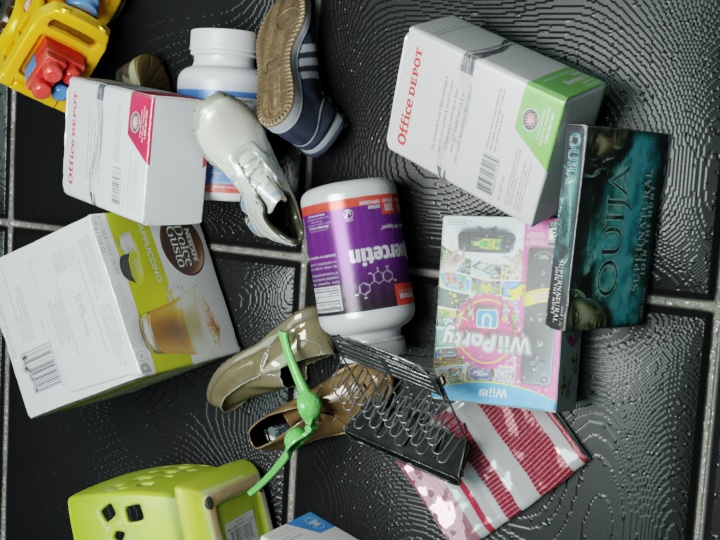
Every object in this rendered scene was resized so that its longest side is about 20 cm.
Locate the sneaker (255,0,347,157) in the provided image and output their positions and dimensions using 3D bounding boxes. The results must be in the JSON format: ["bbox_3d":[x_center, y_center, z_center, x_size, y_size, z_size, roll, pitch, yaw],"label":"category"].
[{"bbox_3d":[-0.067,-0.227,1.325,0.070,0.108,0.201,-16,56,31],"label":"sneaker"}]

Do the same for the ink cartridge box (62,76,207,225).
[{"bbox_3d":[-0.267,-0.144,1.320,0.200,0.083,0.146,20,108,47],"label":"ink cartridge box"}]

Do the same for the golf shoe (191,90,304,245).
[{"bbox_3d":[-0.114,-0.112,1.259,0.078,0.200,0.097,-38,37,-11],"label":"golf shoe"}]

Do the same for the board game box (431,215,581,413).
[{"bbox_3d":[0.160,0.044,1.203,0.147,0.064,0.201,3,89,30],"label":"board game box"}]

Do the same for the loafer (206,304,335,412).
[{"bbox_3d":[-0.109,0.120,1.363,0.200,0.076,0.068,-41,69,25],"label":"loafer"}]

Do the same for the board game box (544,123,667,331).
[{"bbox_3d":[0.247,-0.042,1.120,0.028,0.135,0.201,13,101,48],"label":"board game box"}]

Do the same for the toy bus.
[{"bbox_3d":[-0.374,-0.300,1.401,0.200,0.135,0.192,-50,37,21],"label":"toy bus"}]

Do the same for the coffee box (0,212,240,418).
[{"bbox_3d":[-0.305,0.049,1.395,0.199,0.197,0.201,-22,84,31],"label":"coffee box"}]

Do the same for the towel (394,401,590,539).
[{"bbox_3d":[0.141,0.210,1.263,0.200,0.023,0.144,-42,75,25],"label":"towel"}]

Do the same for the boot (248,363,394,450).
[{"bbox_3d":[-0.048,0.169,1.335,0.199,0.075,0.074,-31,77,26],"label":"boot"}]

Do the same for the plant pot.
[{"bbox_3d":[-0.214,0.339,1.376,0.181,0.200,0.200,-15,86,23],"label":"plant pot"}]

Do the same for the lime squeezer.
[{"bbox_3d":[-0.083,0.176,1.295,0.070,0.038,0.201,12,98,7],"label":"lime squeezer"}]

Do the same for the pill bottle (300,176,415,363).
[{"bbox_3d":[0.000,0.000,1.272,0.112,0.112,0.201,-10,90,29],"label":"pill bottle"}]

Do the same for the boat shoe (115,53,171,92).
[{"bbox_3d":[-0.272,-0.173,1.440,0.065,0.073,0.201,-9,86,40],"label":"boat shoe"}]

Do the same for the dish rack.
[{"bbox_3d":[0.037,0.146,1.206,0.153,0.200,0.055,18,63,27],"label":"dish rack"}]

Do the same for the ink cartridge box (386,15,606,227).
[{"bbox_3d":[0.136,-0.160,1.166,0.200,0.084,0.146,33,129,30],"label":"ink cartridge box"}]

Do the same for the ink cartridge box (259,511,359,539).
[{"bbox_3d":[-0.017,0.369,1.309,0.199,0.116,0.068,24,104,25],"label":"ink cartridge box"}]

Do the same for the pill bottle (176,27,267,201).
[{"bbox_3d":[-0.167,-0.186,1.351,0.112,0.112,0.201,5,96,28],"label":"pill bottle"}]
